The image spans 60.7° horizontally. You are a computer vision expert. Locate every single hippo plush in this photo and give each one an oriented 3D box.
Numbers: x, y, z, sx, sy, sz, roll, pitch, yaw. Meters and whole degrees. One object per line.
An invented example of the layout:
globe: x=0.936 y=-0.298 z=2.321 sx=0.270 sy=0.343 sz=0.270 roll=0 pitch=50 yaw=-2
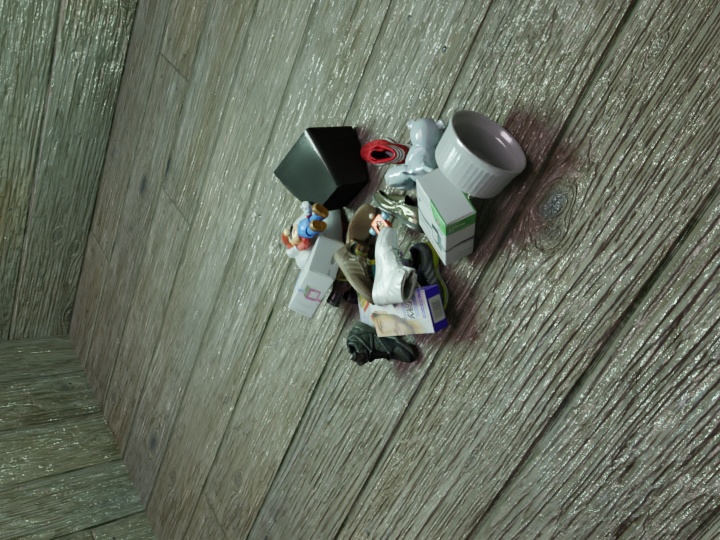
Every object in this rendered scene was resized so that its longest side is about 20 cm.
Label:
hippo plush: x=0.140 y=-0.294 z=1.533 sx=0.157 sy=0.199 sz=0.163 roll=0 pitch=83 yaw=25

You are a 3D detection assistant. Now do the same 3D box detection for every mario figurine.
mario figurine: x=-0.172 y=-0.116 z=1.737 sx=0.106 sy=0.123 sz=0.200 roll=50 pitch=143 yaw=-4

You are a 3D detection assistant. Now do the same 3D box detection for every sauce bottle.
sauce bottle: x=-0.039 y=0.009 z=1.744 sx=0.066 sy=0.066 sz=0.202 roll=35 pitch=107 yaw=40

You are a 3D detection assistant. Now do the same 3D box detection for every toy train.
toy train: x=0.049 y=-0.050 z=1.657 sx=0.151 sy=0.055 sz=0.201 roll=50 pitch=120 yaw=30

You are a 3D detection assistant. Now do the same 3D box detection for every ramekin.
ramekin: x=0.264 y=-0.258 z=1.386 sx=0.098 sy=0.198 sz=0.202 roll=-54 pitch=55 yaw=41

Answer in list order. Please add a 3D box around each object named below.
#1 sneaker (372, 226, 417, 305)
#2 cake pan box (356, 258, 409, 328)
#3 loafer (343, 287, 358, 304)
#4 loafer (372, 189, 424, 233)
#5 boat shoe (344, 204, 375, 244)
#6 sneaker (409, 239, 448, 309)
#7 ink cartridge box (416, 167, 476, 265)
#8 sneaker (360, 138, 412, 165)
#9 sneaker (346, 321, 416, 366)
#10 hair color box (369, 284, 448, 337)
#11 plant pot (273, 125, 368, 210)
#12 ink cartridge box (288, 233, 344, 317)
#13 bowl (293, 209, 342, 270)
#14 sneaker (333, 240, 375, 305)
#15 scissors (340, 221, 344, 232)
sneaker: x=0.095 y=-0.014 z=1.520 sx=0.115 sy=0.073 sz=0.203 roll=-5 pitch=77 yaw=44
cake pan box: x=0.069 y=0.074 z=1.713 sx=0.183 sy=0.052 sz=0.203 roll=-15 pitch=80 yaw=44
loafer: x=-0.054 y=0.018 z=1.831 sx=0.201 sy=0.062 sz=0.072 roll=56 pitch=129 yaw=31
loafer: x=0.113 y=-0.171 z=1.648 sx=0.199 sy=0.075 sz=0.070 roll=37 pitch=106 yaw=35
boat shoe: x=-0.011 y=-0.102 z=1.780 sx=0.065 sy=0.071 sz=0.203 roll=-112 pitch=37 yaw=-68
sneaker: x=0.167 y=0.021 z=1.581 sx=0.073 sy=0.080 sz=0.203 roll=-25 pitch=74 yaw=45
ink cartridge box: x=0.202 y=-0.125 z=1.454 sx=0.201 sy=0.083 sz=0.147 roll=74 pitch=169 yaw=-62
sneaker: x=0.045 y=-0.327 z=1.673 sx=0.198 sy=0.115 sz=0.080 roll=9 pitch=99 yaw=46
sneaker: x=0.048 y=0.223 z=1.663 sx=0.197 sy=0.115 sz=0.077 roll=23 pitch=142 yaw=14
hair color box: x=0.118 y=0.105 z=1.568 sx=0.199 sy=0.064 sz=0.111 roll=-11 pitch=95 yaw=48
plant pot: x=-0.097 y=-0.282 z=1.786 sx=0.200 sy=0.198 sz=0.179 roll=-41 pitch=73 yaw=39
ink cartridge box: x=-0.127 y=0.016 z=1.770 sx=0.201 sy=0.084 sz=0.146 roll=124 pitch=165 yaw=-46
bowl: x=-0.143 y=-0.109 z=1.884 sx=0.199 sy=0.074 sz=0.202 roll=-35 pitch=51 yaw=43
sneaker: x=0.000 y=0.000 z=1.609 sx=0.075 sy=0.070 sz=0.201 roll=-42 pitch=56 yaw=8
scissors: x=-0.100 y=-0.059 z=1.876 sx=0.073 sy=0.014 sz=0.202 roll=31 pitch=99 yaw=56
